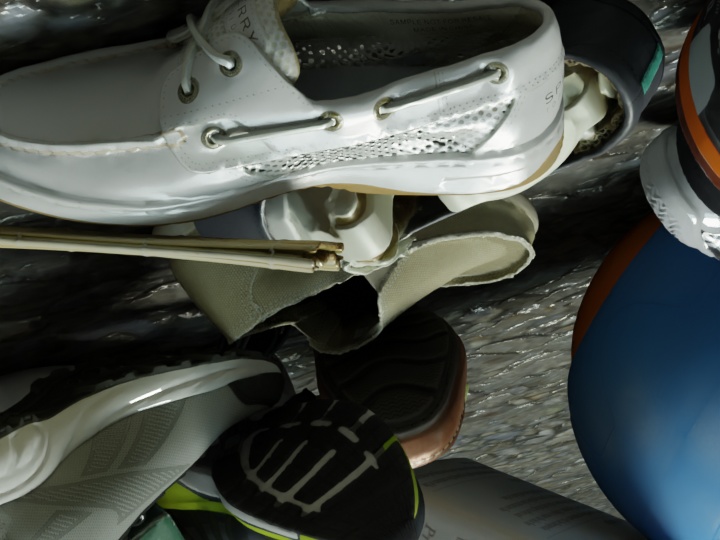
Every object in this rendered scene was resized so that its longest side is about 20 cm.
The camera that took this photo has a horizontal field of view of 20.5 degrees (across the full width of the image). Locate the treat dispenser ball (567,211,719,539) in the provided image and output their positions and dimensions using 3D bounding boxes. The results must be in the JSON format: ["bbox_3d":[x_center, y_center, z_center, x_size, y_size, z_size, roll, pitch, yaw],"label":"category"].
[{"bbox_3d":[0.204,0.054,1.004,0.200,0.202,0.201,-14,164,-4],"label":"treat dispenser ball"}]

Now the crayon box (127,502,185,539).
[{"bbox_3d":[-0.096,0.167,0.912,0.052,0.201,0.126,-38,-144,-19],"label":"crayon box"}]

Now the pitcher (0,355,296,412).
[{"bbox_3d":[-0.151,0.112,1.047,0.199,0.122,0.171,-16,171,-44],"label":"pitcher"}]

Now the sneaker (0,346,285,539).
[{"bbox_3d":[-0.109,0.081,0.799,0.200,0.080,0.074,-24,-168,-41],"label":"sneaker"}]

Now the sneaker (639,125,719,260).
[{"bbox_3d":[0.226,-0.059,0.883,0.199,0.075,0.115,2,149,-28],"label":"sneaker"}]

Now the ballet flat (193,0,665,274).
[{"bbox_3d":[0.019,-0.041,0.738,0.199,0.073,0.073,-22,163,19],"label":"ballet flat"}]

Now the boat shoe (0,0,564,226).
[{"bbox_3d":[-0.032,-0.064,0.647,0.199,0.071,0.070,-6,137,-4],"label":"boat shoe"}]

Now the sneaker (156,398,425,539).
[{"bbox_3d":[-0.031,0.103,0.856,0.074,0.081,0.200,-39,-158,-23],"label":"sneaker"}]

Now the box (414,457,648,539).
[{"bbox_3d":[0.070,0.217,1.015,0.171,0.201,0.199,20,-177,18],"label":"box"}]

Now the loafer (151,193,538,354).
[{"bbox_3d":[0.000,0.000,0.873,0.199,0.069,0.076,-3,161,-37],"label":"loafer"}]

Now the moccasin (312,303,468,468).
[{"bbox_3d":[0.009,0.059,0.932,0.073,0.078,0.201,-13,-168,-11],"label":"moccasin"}]

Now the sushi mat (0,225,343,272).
[{"bbox_3d":[-0.105,-0.011,0.688,0.199,0.012,0.096,4,179,7],"label":"sushi mat"}]

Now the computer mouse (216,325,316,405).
[{"bbox_3d":[-0.041,0.126,1.009,0.046,0.141,0.200,11,139,37],"label":"computer mouse"}]

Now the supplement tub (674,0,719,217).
[{"bbox_3d":[0.174,-0.078,0.695,0.106,0.107,0.200,-11,164,-15],"label":"supplement tub"}]
